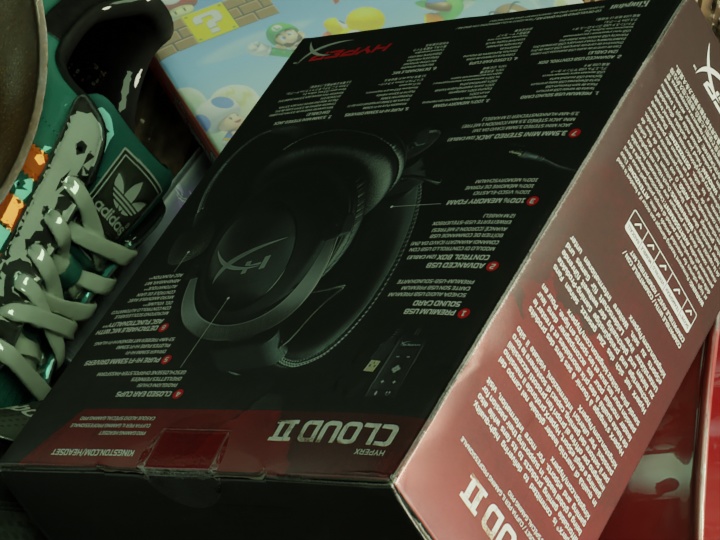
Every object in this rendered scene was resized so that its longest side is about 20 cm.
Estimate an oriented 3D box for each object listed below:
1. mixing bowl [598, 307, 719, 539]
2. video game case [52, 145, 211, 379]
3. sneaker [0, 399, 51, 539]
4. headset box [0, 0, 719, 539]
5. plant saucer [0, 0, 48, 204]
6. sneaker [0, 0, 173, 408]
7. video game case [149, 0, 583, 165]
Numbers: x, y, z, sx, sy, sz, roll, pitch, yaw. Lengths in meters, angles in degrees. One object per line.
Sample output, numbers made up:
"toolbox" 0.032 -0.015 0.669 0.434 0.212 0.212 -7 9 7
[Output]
"mixing bowl" 0.067 0.091 0.758 0.108 0.200 0.201 0 58 17
"video game case" 0.000 0.000 0.864 0.143 0.019 0.200 35 58 1
"sneaker" -0.120 0.069 0.695 0.200 0.066 0.091 38 73 -47
"headset box" 0.007 0.021 0.678 0.077 0.148 0.200 54 51 -31
"plant saucer" -0.193 -0.073 0.741 0.199 0.032 0.201 9 65 -21
"sneaker" -0.105 -0.014 0.788 0.079 0.071 0.201 -6 58 17
"video game case" 0.017 -0.059 0.843 0.142 0.017 0.200 -23 50 -14
